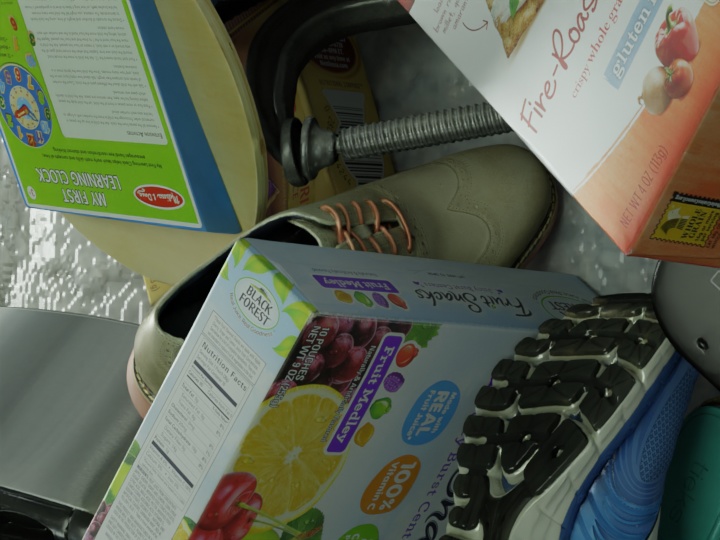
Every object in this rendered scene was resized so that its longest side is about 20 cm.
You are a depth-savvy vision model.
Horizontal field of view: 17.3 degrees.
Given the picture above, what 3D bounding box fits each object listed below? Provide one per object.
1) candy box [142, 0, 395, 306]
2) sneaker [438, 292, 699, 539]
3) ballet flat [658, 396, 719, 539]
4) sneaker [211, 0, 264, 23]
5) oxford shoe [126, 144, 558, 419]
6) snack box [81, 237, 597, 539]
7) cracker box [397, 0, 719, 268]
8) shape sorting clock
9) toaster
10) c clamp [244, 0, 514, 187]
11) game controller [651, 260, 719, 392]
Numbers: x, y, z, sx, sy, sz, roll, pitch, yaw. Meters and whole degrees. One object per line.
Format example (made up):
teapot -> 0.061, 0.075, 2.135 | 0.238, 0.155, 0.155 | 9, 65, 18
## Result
candy box -> -0.062, -0.096, 1.061 | 0.116, 0.056, 0.201 | -23, 78, 32
sneaker -> 0.078, 0.098, 0.875 | 0.078, 0.089, 0.201 | 9, 66, 54
ballet flat -> 0.116, 0.141, 0.922 | 0.071, 0.071, 0.201 | 36, 104, 30
sneaker -> -0.043, -0.152, 0.972 | 0.199, 0.066, 0.079 | -19, 89, 34
oxford shoe -> 0.000, 0.000, 0.941 | 0.071, 0.200, 0.074 | 52, 159, 18
snack box -> 0.005, 0.065, 0.920 | 0.053, 0.200, 0.143 | 44, 115, 35
cracker box -> 0.092, -0.112, 0.836 | 0.200, 0.057, 0.134 | 53, 126, 45
shape sorting clock -> -0.106, -0.083, 0.973 | 0.200, 0.039, 0.201 | 32, 137, 35
toaster -> -0.119, 0.115, 1.025 | 0.180, 0.119, 0.200 | 6, 137, 36
c clamp -> 0.041, -0.075, 0.932 | 0.199, 0.027, 0.171 | -5, 47, 19
game controller -> 0.192, 0.037, 0.806 | 0.200, 0.042, 0.104 | 44, 106, 19
